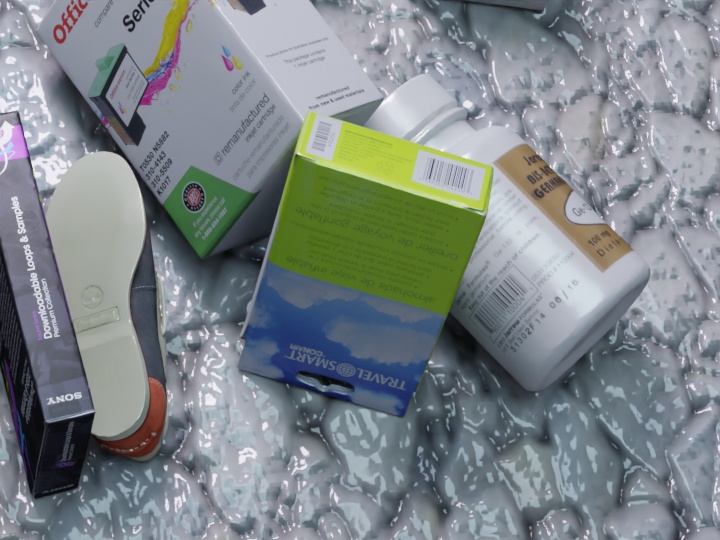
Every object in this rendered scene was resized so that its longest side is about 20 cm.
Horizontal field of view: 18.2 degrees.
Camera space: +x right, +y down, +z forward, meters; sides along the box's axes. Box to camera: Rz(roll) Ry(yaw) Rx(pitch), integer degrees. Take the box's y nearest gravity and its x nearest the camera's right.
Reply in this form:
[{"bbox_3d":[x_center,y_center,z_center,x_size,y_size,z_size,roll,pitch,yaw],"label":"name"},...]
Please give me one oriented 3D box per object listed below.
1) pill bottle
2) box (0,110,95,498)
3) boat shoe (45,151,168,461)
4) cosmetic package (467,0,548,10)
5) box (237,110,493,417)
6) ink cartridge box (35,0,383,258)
[{"bbox_3d":[0.083,-0.029,1.463,0.114,0.114,0.200,-40,79,-23],"label":"pill bottle"},{"bbox_3d":[-0.204,0.023,1.374,0.036,0.143,0.201,-10,70,-15],"label":"box"},{"bbox_3d":[-0.156,0.022,1.428,0.071,0.063,0.201,-15,66,12],"label":"boat shoe"},{"bbox_3d":[0.092,-0.295,1.596,0.107,0.085,0.201,8,67,-6],"label":"cosmetic package"},{"bbox_3d":[0.000,0.000,1.400,0.121,0.200,0.048,17,47,-2],"label":"box"},{"bbox_3d":[-0.101,-0.134,1.449,0.084,0.145,0.200,-23,71,-47],"label":"ink cartridge box"}]
